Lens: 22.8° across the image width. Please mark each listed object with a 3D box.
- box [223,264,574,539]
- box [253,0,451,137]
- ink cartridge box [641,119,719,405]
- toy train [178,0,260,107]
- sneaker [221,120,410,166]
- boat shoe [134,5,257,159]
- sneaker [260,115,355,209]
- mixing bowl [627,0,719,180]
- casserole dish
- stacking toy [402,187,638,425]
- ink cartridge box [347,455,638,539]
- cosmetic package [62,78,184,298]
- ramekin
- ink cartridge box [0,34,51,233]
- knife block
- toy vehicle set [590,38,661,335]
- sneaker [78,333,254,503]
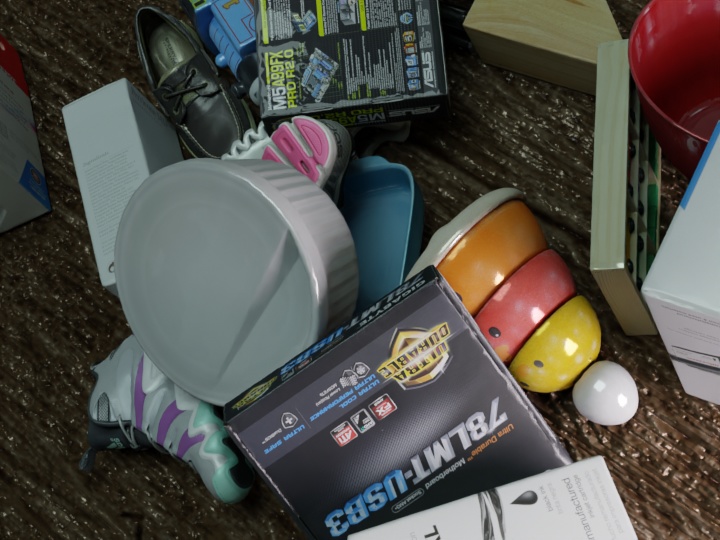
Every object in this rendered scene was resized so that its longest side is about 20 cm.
[{"bbox_3d":[0.031,0.131,1.354,0.200,0.199,0.050,-34,14,4],"label":"box"},{"bbox_3d":[-0.011,-0.221,1.531,0.160,0.044,0.200,-7,70,5],"label":"box"},{"bbox_3d":[0.285,0.005,1.298,0.084,0.200,0.145,19,74,26],"label":"ink cartridge box"},{"bbox_3d":[-0.089,-0.226,1.626,0.114,0.087,0.200,-30,56,-2],"label":"toy train"},{"bbox_3d":[-0.046,-0.101,1.566,0.200,0.075,0.081,-36,67,4],"label":"sneaker"},{"bbox_3d":[-0.161,-0.167,1.641,0.073,0.065,0.200,-41,55,8],"label":"boat shoe"},{"bbox_3d":[-0.061,-0.049,1.505,0.074,0.087,0.200,38,119,18],"label":"sneaker"},{"bbox_3d":[0.304,-0.129,1.394,0.200,0.108,0.200,-1,51,1],"label":"mixing bowl"},{"bbox_3d":[0.000,0.000,1.497,0.121,0.039,0.200,-10,59,38],"label":"casserole dish"},{"bbox_3d":[0.139,0.045,1.396,0.200,0.146,0.146,42,85,17],"label":"stacking toy"},{"bbox_3d":[0.103,0.238,1.282,0.200,0.084,0.146,-17,65,-10],"label":"ink cartridge box"},{"bbox_3d":[-0.195,-0.061,1.584,0.074,0.102,0.200,-24,60,13],"label":"cosmetic package"},{"bbox_3d":[-0.091,0.002,1.427,0.202,0.094,0.203,10,109,31],"label":"ramekin"},{"bbox_3d":[-0.363,-0.148,1.687,0.067,0.116,0.200,-23,58,10],"label":"ink cartridge box"},{"bbox_3d":[0.132,-0.207,1.547,0.175,0.064,0.200,-23,59,11],"label":"knife block"},{"bbox_3d":[0.211,-0.064,1.407,0.026,0.124,0.200,-4,64,20],"label":"toy vehicle set"},{"bbox_3d":[-0.175,0.140,1.497,0.140,0.078,0.200,-32,48,7],"label":"sneaker"}]
